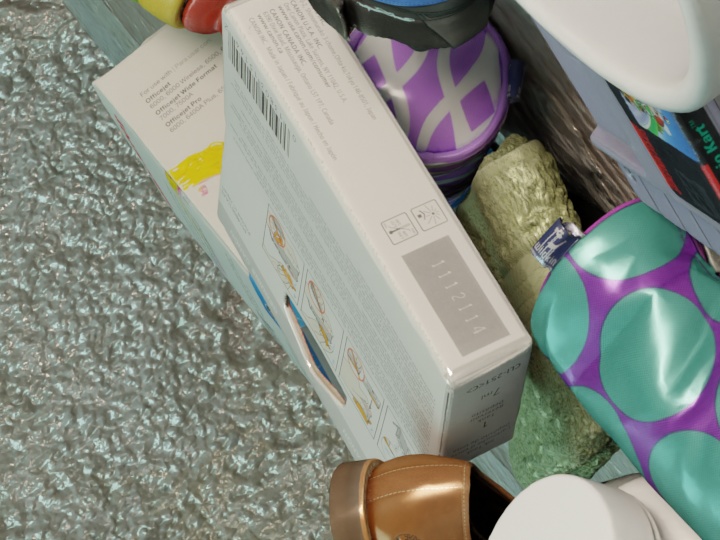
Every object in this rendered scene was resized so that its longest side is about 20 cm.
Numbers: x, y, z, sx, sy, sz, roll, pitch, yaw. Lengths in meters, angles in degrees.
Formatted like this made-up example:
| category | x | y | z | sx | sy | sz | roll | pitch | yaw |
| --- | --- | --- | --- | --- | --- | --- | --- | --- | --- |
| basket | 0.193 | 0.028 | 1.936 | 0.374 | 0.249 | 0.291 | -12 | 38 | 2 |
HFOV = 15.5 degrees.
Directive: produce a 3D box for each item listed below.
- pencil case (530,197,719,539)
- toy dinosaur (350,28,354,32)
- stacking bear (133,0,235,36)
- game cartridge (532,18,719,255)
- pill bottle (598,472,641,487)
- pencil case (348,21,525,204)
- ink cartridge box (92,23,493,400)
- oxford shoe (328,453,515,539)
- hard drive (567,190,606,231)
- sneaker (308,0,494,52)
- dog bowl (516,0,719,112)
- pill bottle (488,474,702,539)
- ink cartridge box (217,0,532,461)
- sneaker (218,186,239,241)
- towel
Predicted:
| category | x | y | z | sx | sy | sz | roll | pitch | yaw |
| --- | --- | --- | --- | --- | --- | --- | --- | --- | --- |
| pencil case | 0.151 | 0.056 | 1.007 | 0.085 | 0.093 | 0.200 | -2 | -138 | -49 |
| toy dinosaur | -0.018 | -0.171 | 1.222 | 0.200 | 0.058 | 0.102 | -134 | 23 | -67 |
| stacking bear | -0.074 | -0.171 | 1.347 | 0.200 | 0.114 | 0.121 | 47 | 174 | 10 |
| game cartridge | 0.089 | -0.083 | 0.913 | 0.200 | 0.038 | 0.130 | 55 | 178 | -29 |
| pill bottle | 0.137 | 0.154 | 1.270 | 0.111 | 0.111 | 0.200 | 51 | 174 | 4 |
| pencil case | 0.025 | -0.078 | 1.244 | 0.200 | 0.083 | 0.086 | 116 | 154 | -82 |
| ink cartridge box | -0.022 | -0.051 | 1.453 | 0.200 | 0.144 | 0.147 | 49 | 174 | 25 |
| oxford shoe | 0.059 | 0.140 | 1.128 | 0.200 | 0.071 | 0.072 | 49 | -146 | -50 |
| hard drive | 0.141 | 0.044 | 1.296 | 0.200 | 0.033 | 0.140 | 55 | 174 | -22 |
| sneaker | -0.018 | -0.163 | 1.039 | 0.200 | 0.077 | 0.111 | 45 | 165 | 30 |
| dog bowl | 0.047 | -0.140 | 0.629 | 0.200 | 0.079 | 0.200 | 51 | 175 | 6 |
| pill bottle | 0.147 | 0.147 | 1.081 | 0.199 | 0.113 | 0.112 | 20 | -167 | -33 |
| ink cartridge box | 0.000 | 0.000 | 1.150 | 0.201 | 0.044 | 0.177 | 59 | 163 | 23 |
| sneaker | 0.019 | 0.017 | 1.250 | 0.200 | 0.074 | 0.088 | 49 | -176 | 34 |
| towel | 0.079 | 0.028 | 1.229 | 0.200 | 0.036 | 0.149 | 120 | 129 | -74 |
